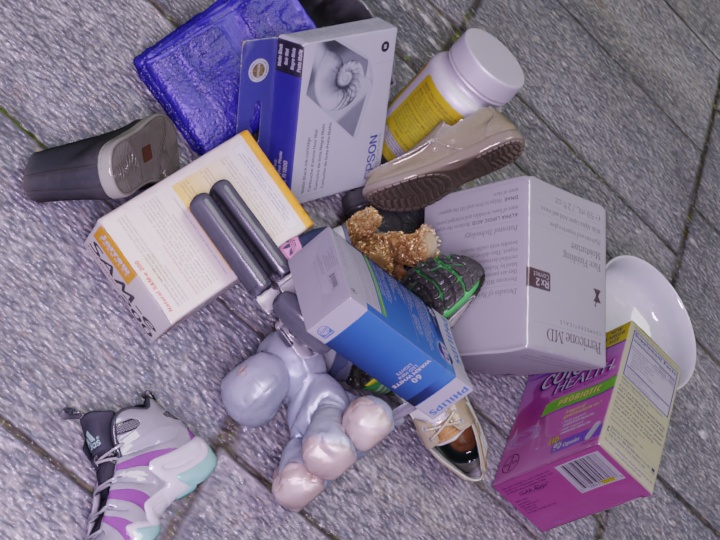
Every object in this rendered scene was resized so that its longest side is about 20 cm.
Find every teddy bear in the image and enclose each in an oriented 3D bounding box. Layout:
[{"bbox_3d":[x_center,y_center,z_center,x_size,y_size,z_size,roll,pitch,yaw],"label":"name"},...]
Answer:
[{"bbox_3d":[0.000,0.000,1.372,0.198,0.067,0.146,-19,114,-11],"label":"teddy bear"}]

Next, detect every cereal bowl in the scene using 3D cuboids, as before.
[{"bbox_3d":[0.366,0.085,1.664,0.199,0.083,0.202,21,55,-32],"label":"cereal bowl"}]

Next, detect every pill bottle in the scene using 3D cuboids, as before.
[{"bbox_3d":[0.102,-0.195,1.493,0.114,0.200,0.115,28,38,-24],"label":"pill bottle"}]

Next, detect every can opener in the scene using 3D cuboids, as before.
[{"bbox_3d":[-0.088,-0.004,1.185,0.053,0.067,0.201,-36,90,-28],"label":"can opener"}]

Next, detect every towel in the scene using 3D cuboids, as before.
[{"bbox_3d":[-0.138,-0.235,1.361,0.199,0.050,0.148,-39,93,-14],"label":"towel"}]

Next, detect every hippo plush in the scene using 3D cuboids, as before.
[{"bbox_3d":[-0.048,0.126,1.225,0.199,0.159,0.161,-36,82,-29],"label":"hippo plush"}]

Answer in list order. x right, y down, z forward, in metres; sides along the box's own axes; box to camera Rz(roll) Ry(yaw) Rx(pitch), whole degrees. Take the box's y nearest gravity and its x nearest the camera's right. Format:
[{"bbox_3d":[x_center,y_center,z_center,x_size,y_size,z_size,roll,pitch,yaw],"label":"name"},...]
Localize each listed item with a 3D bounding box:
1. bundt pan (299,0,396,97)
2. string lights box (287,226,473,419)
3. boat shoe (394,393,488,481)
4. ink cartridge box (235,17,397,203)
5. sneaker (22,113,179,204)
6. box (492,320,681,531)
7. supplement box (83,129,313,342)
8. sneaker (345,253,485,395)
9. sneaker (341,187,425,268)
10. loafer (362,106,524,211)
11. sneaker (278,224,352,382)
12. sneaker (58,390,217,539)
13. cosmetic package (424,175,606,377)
[{"bbox_3d":[-0.054,-0.264,1.495,0.200,0.076,0.204,20,55,-31],"label":"bundt pan"},{"bbox_3d":[0.022,0.054,1.188,0.200,0.059,0.103,38,23,-38],"label":"string lights box"},{"bbox_3d":[0.093,0.160,1.343,0.200,0.074,0.069,50,14,-39],"label":"boat shoe"},{"bbox_3d":[-0.050,-0.175,1.370,0.199,0.202,0.040,-19,38,-37],"label":"ink cartridge box"},{"bbox_3d":[-0.261,-0.116,1.241,0.200,0.105,0.076,-41,126,-72],"label":"sneaker"},{"bbox_3d":[0.274,0.188,1.460,0.097,0.175,0.201,42,46,-15],"label":"box"},{"bbox_3d":[-0.165,-0.037,1.242,0.199,0.073,0.127,-35,90,-31],"label":"supplement box"},{"bbox_3d":[0.068,0.061,1.352,0.085,0.200,0.078,22,31,-41],"label":"sneaker"},{"bbox_3d":[0.043,-0.045,1.475,0.198,0.060,0.105,-1,67,-36],"label":"sneaker"},{"bbox_3d":[0.093,-0.131,1.421,0.076,0.198,0.069,59,12,-60],"label":"loafer"},{"bbox_3d":[-0.049,0.039,1.288,0.081,0.202,0.070,-8,36,-11],"label":"sneaker"},{"bbox_3d":[-0.231,0.185,1.101,0.140,0.078,0.200,49,35,-6],"label":"sneaker"},{"bbox_3d":[0.183,0.015,1.445,0.164,0.164,0.203,15,72,-43],"label":"cosmetic package"}]
